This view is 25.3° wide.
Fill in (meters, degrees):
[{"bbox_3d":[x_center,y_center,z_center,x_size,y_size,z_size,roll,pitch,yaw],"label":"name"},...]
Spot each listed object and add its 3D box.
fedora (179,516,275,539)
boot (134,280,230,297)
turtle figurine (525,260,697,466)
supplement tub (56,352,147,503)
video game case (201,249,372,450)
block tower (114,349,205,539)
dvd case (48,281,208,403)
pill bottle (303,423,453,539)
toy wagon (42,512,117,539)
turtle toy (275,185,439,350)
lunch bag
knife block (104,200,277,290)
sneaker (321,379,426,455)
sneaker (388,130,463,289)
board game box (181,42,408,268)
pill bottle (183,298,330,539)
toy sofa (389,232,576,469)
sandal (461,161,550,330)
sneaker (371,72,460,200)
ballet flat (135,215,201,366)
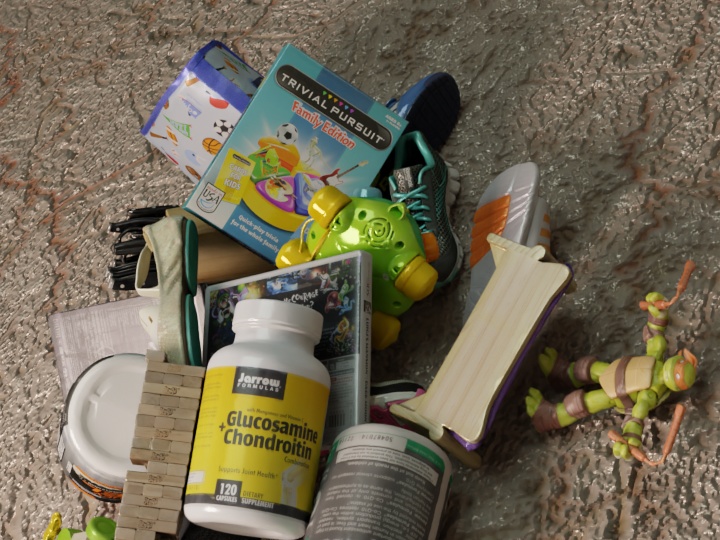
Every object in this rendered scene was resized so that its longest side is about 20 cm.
[{"bbox_3d":[-0.158,0.253,1.488,0.200,0.092,0.201,-20,41,19],"label":"fedora"},{"bbox_3d":[-0.173,0.065,1.708,0.200,0.073,0.151,-38,38,-17],"label":"boot"},{"bbox_3d":[0.231,0.089,1.398,0.161,0.064,0.200,-11,53,38],"label":"turtle figurine"},{"bbox_3d":[-0.231,0.158,1.551,0.123,0.123,0.200,-52,0,-20],"label":"supplement tub"},{"bbox_3d":[-0.073,0.086,1.517,0.200,0.023,0.182,-13,67,36],"label":"video game case"},{"bbox_3d":[-0.177,0.174,1.419,0.058,0.054,0.200,7,73,-2],"label":"block tower"},{"bbox_3d":[-0.233,0.102,1.682,0.200,0.016,0.149,-12,88,27],"label":"dvd case"},{"bbox_3d":[0.006,0.241,1.368,0.113,0.113,0.200,-8,45,29],"label":"pill bottle"},{"bbox_3d":[-0.259,0.304,1.498,0.155,0.040,0.200,-63,31,24],"label":"toy wagon"},{"bbox_3d":[0.000,0.000,1.575,0.101,0.146,0.200,-40,-12,-51],"label":"turtle toy"},{"bbox_3d":[-0.137,-0.158,1.768,0.124,0.170,0.200,-51,5,-16],"label":"lunch bag"},{"bbox_3d":[-0.165,-0.022,1.690,0.200,0.064,0.176,14,34,27],"label":"knife block"},{"bbox_3d":[-0.024,0.125,1.536,0.200,0.074,0.087,-17,48,28],"label":"sneaker"},{"bbox_3d":[0.057,-0.064,1.654,0.078,0.091,0.200,-18,43,16],"label":"sneaker"},{"bbox_3d":[-0.067,-0.109,1.653,0.200,0.151,0.047,-59,10,-6],"label":"board game box"},{"bbox_3d":[-0.087,0.132,1.420,0.112,0.112,0.200,-3,71,34],"label":"pill bottle"},{"bbox_3d":[0.124,0.076,1.442,0.098,0.083,0.200,22,78,36],"label":"toy sofa"},{"bbox_3d":[0.147,-0.003,1.564,0.079,0.059,0.207,-7,66,53],"label":"sandal"},{"bbox_3d":[0.033,-0.146,1.771,0.082,0.074,0.200,19,62,47],"label":"sneaker"},{"bbox_3d":[-0.191,0.032,1.587,0.062,0.067,0.200,-9,50,4],"label":"ballet flat"}]
